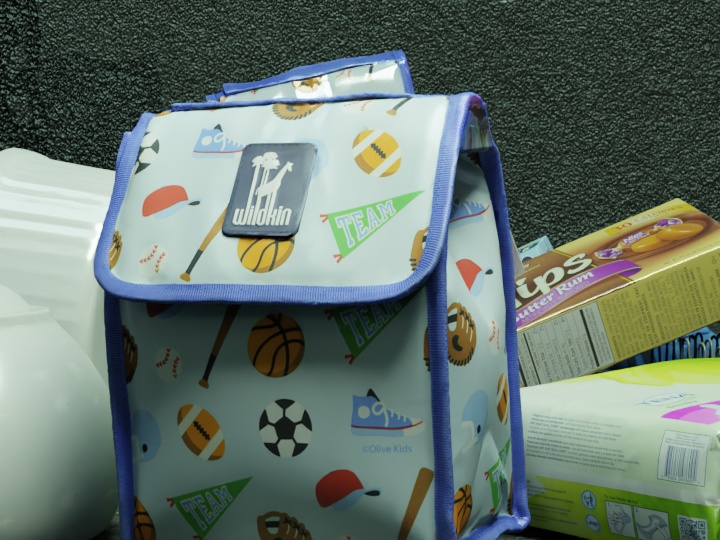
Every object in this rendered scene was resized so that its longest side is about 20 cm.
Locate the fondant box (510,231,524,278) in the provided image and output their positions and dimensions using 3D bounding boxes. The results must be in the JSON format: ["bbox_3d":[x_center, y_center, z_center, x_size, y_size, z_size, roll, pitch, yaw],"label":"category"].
[{"bbox_3d":[0.000,0.000,1.076,0.200,0.058,0.144,-31,-35,-2],"label":"fondant box"}]

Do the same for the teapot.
[{"bbox_3d":[-0.211,0.062,0.810,0.199,0.147,0.197,0,4,31],"label":"teapot"}]

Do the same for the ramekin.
[{"bbox_3d":[-0.182,0.027,1.027,0.097,0.201,0.200,6,5,12],"label":"ramekin"}]

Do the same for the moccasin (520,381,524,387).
[{"bbox_3d":[0.055,0.080,1.023,0.077,0.074,0.201,-13,-3,-22],"label":"moccasin"}]

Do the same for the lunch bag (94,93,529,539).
[{"bbox_3d":[-0.022,0.024,0.729,0.169,0.201,0.124,0,3,22],"label":"lunch bag"}]

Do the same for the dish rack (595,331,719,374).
[{"bbox_3d":[0.257,0.068,1.115,0.199,0.055,0.153,0,2,-11],"label":"dish rack"}]

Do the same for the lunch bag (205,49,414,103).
[{"bbox_3d":[-0.028,-0.072,1.327,0.169,0.201,0.124,-13,34,-3],"label":"lunch bag"}]

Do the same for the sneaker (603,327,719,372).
[{"bbox_3d":[0.234,0.053,1.282,0.066,0.079,0.200,-2,4,-23],"label":"sneaker"}]

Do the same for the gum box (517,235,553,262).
[{"bbox_3d":[0.064,0.037,1.304,0.199,0.045,0.170,-26,-1,10],"label":"gum box"}]

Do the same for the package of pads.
[{"bbox_3d":[0.174,0.085,0.797,0.200,0.068,0.154,-4,4,-39],"label":"package of pads"}]

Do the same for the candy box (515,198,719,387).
[{"bbox_3d":[0.161,0.022,1.146,0.199,0.057,0.117,-21,19,-5],"label":"candy box"}]
